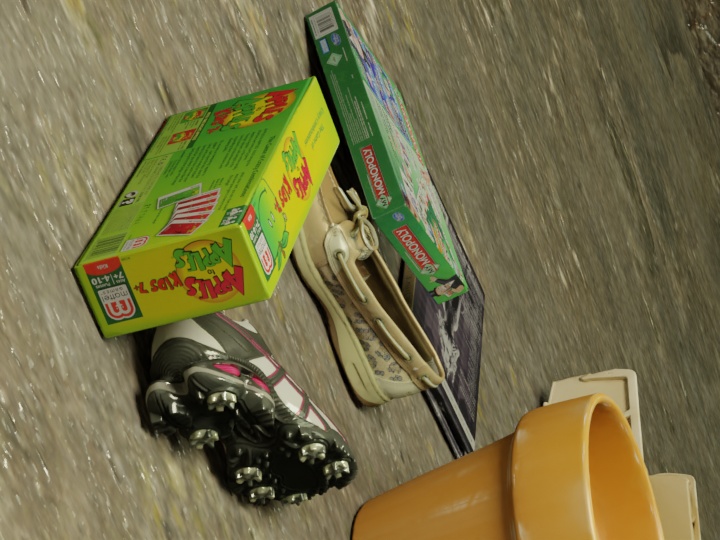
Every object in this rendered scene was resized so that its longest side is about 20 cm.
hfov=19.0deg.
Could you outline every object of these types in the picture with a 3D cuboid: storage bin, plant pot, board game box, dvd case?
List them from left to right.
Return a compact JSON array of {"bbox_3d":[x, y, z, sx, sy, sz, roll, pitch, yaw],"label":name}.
[{"bbox_3d":[-0.083,-0.040,1.232,0.200,0.101,0.048,-69,142,-60],"label":"board game box"},{"bbox_3d":[0.020,-0.089,1.616,0.135,0.029,0.201,52,17,-53],"label":"board game box"},{"bbox_3d":[0.067,0.035,1.757,0.201,0.016,0.149,-83,154,-48],"label":"dvd case"},{"bbox_3d":[0.100,0.200,1.469,0.200,0.182,0.202,-13,90,-71],"label":"plant pot"},{"bbox_3d":[0.249,0.225,2.007,0.200,0.093,0.200,55,28,-47],"label":"storage bin"}]

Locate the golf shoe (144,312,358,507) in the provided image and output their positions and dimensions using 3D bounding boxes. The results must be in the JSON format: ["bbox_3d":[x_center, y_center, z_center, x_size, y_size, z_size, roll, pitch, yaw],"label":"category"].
[{"bbox_3d":[-0.060,0.076,1.267,0.200,0.077,0.089,50,25,-54],"label":"golf shoe"}]

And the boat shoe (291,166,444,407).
[{"bbox_3d":[0.000,0.000,1.508,0.073,0.062,0.201,-70,142,-58],"label":"boat shoe"}]
